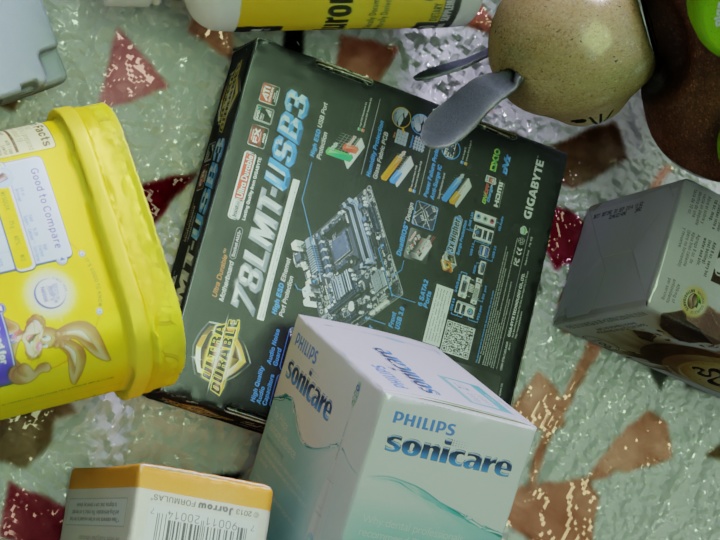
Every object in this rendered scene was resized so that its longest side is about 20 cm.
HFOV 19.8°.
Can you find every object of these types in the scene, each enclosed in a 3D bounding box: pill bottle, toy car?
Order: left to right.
[{"bbox_3d":[-0.037,-0.182,1.090,0.199,0.111,0.112,-2,84,-10],"label":"pill bottle"},{"bbox_3d":[0.127,-0.106,1.094,0.199,0.164,0.159,-15,114,5],"label":"toy car"}]

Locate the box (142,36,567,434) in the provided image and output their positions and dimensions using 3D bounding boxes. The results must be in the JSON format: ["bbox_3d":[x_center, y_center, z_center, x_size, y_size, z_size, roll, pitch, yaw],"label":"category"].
[{"bbox_3d":[0.000,0.000,1.123,0.197,0.050,0.201,18,78,-19],"label":"box"}]

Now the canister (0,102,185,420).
[{"bbox_3d":[-0.203,0.008,1.009,0.199,0.087,0.149,-13,72,-21],"label":"canister"}]

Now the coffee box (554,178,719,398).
[{"bbox_3d":[0.229,0.029,1.179,0.199,0.113,0.080,23,76,-18],"label":"coffee box"}]

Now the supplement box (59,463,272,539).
[{"bbox_3d":[-0.109,0.200,1.014,0.073,0.126,0.201,13,80,-22],"label":"supplement box"}]

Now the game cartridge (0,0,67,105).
[{"bbox_3d":[-0.262,-0.126,1.039,0.199,0.042,0.134,-21,88,-23],"label":"game cartridge"}]

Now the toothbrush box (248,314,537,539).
[{"bbox_3d":[-0.003,0.140,1.023,0.085,0.146,0.201,13,98,-20],"label":"toothbrush box"}]
